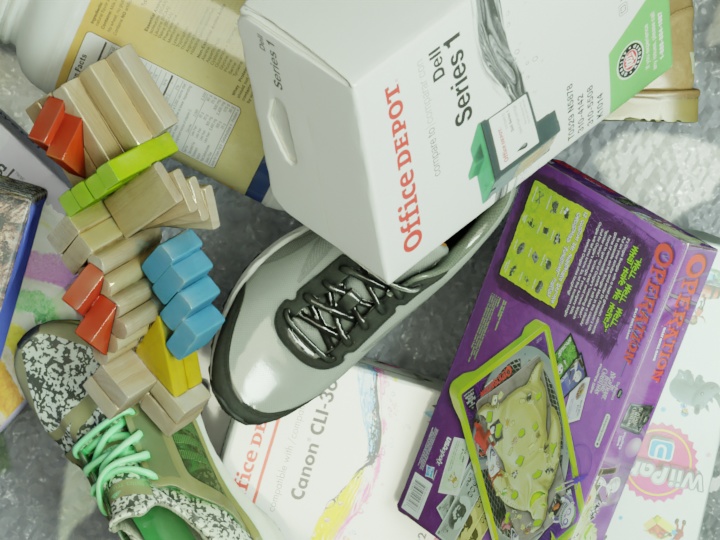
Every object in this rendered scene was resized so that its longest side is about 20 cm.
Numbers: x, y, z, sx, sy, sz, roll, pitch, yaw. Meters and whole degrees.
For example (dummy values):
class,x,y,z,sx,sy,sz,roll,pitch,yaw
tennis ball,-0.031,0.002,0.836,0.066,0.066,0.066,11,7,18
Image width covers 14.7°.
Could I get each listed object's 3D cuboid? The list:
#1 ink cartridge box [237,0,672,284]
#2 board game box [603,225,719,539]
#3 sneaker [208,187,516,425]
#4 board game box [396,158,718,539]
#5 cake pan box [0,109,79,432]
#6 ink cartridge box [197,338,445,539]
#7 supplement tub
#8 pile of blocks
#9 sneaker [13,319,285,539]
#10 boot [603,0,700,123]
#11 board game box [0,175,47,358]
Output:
class,x,y,z,sx,sy,sz,roll,pitch,yaw
ink cartridge box,0.050,-0.110,1.330,0.200,0.146,0.084,-38,54,-21
board game box,0.144,0.077,1.448,0.064,0.148,0.201,10,94,-4
sneaker,0.000,0.000,1.409,0.200,0.079,0.074,-45,102,1
board game box,0.095,0.057,1.386,0.032,0.120,0.201,10,107,-38
cake pan box,-0.241,-0.006,1.484,0.200,0.052,0.184,44,90,-3
ink cartridge box,-0.015,0.104,1.486,0.199,0.068,0.117,16,94,-2
supplement tub,-0.088,-0.134,1.429,0.199,0.144,0.145,27,93,-3
pile of blocks,-0.116,-0.006,1.368,0.082,0.062,0.201,1,112,40
sneaker,-0.110,0.105,1.416,0.077,0.089,0.200,-43,80,11
boot,0.103,-0.179,1.474,0.174,0.066,0.201,-1,94,-10
board game box,-0.278,0.009,1.411,0.199,0.097,0.160,16,93,-2
